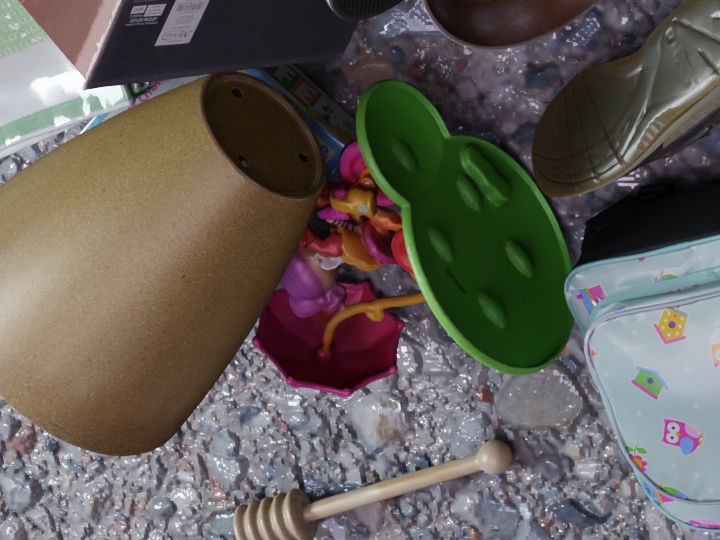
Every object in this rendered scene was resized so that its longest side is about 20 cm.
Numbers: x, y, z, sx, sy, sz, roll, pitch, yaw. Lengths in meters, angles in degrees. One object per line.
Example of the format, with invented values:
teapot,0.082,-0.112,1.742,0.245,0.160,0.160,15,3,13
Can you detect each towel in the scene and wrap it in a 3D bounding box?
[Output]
towel,-0.228,-0.164,1.676,0.149,0.031,0.201,-20,111,26

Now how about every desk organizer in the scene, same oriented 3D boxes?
desk organizer,-0.089,-0.163,1.624,0.077,0.199,0.072,48,129,28

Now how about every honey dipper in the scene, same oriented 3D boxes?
honey dipper,0.010,0.147,1.863,0.199,0.038,0.038,-17,111,23

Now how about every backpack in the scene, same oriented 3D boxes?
backpack,0.225,0.058,1.672,0.175,0.154,0.201,-15,119,20

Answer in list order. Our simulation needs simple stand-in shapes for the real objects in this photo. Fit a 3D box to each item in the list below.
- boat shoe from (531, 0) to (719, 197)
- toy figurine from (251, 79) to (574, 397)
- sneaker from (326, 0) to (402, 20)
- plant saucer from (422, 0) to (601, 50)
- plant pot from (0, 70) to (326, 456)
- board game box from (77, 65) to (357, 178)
boat shoe,0.178,-0.098,1.648,0.201,0.066,0.072,-39,56,45
toy figurine,0.000,0.000,1.728,0.184,0.150,0.200,-24,114,38
sneaker,0.038,-0.238,1.615,0.199,0.121,0.084,-34,147,-5
plant saucer,0.101,-0.214,1.560,0.034,0.199,0.201,44,131,35
plant pot,-0.118,-0.022,1.677,0.186,0.187,0.200,43,124,-7
board game box,-0.108,-0.063,1.787,0.134,0.034,0.200,41,123,-6
